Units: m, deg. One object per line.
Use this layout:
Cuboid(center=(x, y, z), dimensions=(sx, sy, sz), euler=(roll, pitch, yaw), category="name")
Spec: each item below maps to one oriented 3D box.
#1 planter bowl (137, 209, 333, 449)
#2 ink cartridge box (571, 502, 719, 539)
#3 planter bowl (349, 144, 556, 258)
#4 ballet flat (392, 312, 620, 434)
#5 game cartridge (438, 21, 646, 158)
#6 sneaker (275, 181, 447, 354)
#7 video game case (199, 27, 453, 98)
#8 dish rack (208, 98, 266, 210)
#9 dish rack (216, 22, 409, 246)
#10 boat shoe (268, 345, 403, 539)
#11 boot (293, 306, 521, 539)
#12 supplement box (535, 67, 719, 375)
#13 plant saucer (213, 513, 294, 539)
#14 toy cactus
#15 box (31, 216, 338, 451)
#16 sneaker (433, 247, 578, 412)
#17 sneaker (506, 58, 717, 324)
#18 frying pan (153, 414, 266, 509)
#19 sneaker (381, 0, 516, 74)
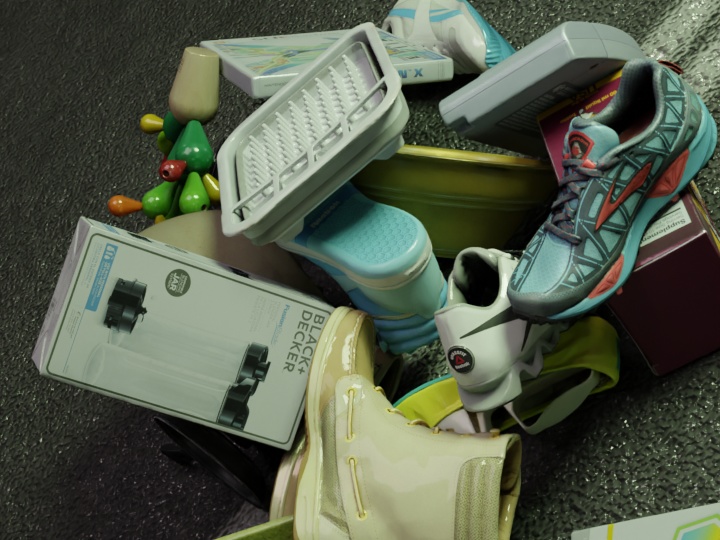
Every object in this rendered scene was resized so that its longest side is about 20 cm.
Cuboid(center=(-0.108, 0.027, 1.215), dimensions=(0.135, 0.200, 0.200), euler=(-41, 37, -2), category="planter bowl")
Cuboid(center=(0.222, 0.196, 0.865), dimensions=(0.199, 0.059, 0.104), euler=(-17, 44, 30), category="ink cartridge box")
Cuboid(center=(0.067, -0.056, 1.196), dimensions=(0.200, 0.199, 0.084), euler=(14, 101, 48), category="planter bowl")
Cuboid(center=(0.102, 0.098, 1.069), dimensions=(0.199, 0.067, 0.067), euler=(-29, 49, 17), category="ballet flat")
Cuboid(center=(0.158, -0.141, 1.148), dimensions=(0.133, 0.200, 0.041), euler=(-26, 76, 25), category="game cartridge")
Cuboid(center=(0.000, 0.000, 1.146), dimensions=(0.079, 0.131, 0.200), euler=(-40, 38, -12), category="sneaker")
Cuboid(center=(-0.036, -0.190, 1.315), dimensions=(0.181, 0.022, 0.200), euler=(-8, 20, -17), category="video game case")
Cuboid(center=(-0.096, -0.107, 1.392), dimensions=(0.200, 0.054, 0.154), euler=(-50, 24, 46), category="dish rack")
Cuboid(center=(-0.033, -0.101, 1.120), dimensions=(0.171, 0.044, 0.200), euler=(-40, 25, 12), category="dish rack")
Cuboid(center=(-0.018, 0.147, 1.120), dimensions=(0.064, 0.071, 0.202), euler=(8, 70, 21), category="boat shoe")
Cuboid(center=(0.038, 0.114, 1.027), dimensions=(0.154, 0.073, 0.202), euler=(-5, 56, 19), category="boot")
Cuboid(center=(0.206, -0.039, 1.066), dimensions=(0.085, 0.110, 0.201), euler=(-28, 40, 15), category="supplement box")
Cuboid(center=(-0.021, 0.255, 1.008), dimensions=(0.198, 0.048, 0.201), euler=(-19, 41, 4), category="plant saucer")
Cuboid(center=(-0.164, -0.119, 1.316), dimensions=(0.200, 0.101, 0.167), euler=(-99, 20, -70), category="toy cactus")
Cuboid(center=(-0.129, 0.047, 1.081), dimensions=(0.118, 0.199, 0.060), euler=(-69, 20, 0), category="box")
Cuboid(center=(0.108, 0.012, 1.036), dimensions=(0.074, 0.089, 0.200), euler=(-21, 15, 30), category="sneaker")
Cuboid(center=(0.150, -0.058, 0.963), dimensions=(0.079, 0.096, 0.201), euler=(19, 66, 47), category="sneaker")
Cuboid(center=(-0.120, 0.160, 1.209), dimensions=(0.031, 0.115, 0.190), euler=(-50, -7, -14), category="frying pan")
Cuboid(center=(0.084, -0.214, 1.386), dimensions=(0.081, 0.076, 0.200), euler=(-48, 30, 4), category="sneaker")
